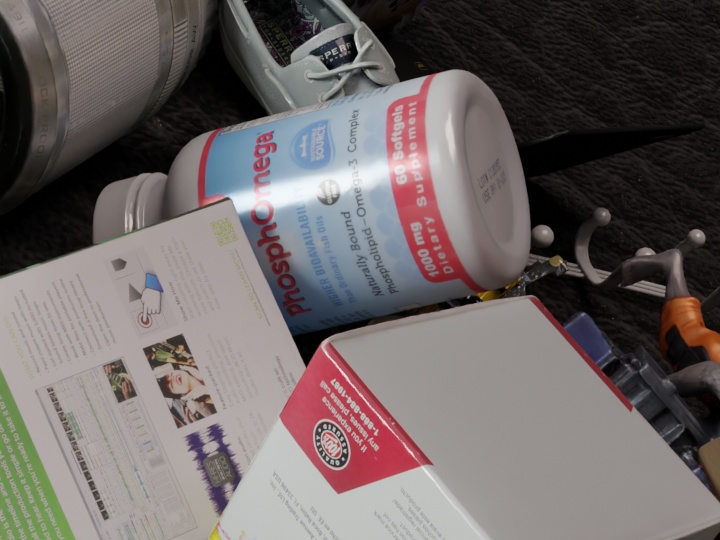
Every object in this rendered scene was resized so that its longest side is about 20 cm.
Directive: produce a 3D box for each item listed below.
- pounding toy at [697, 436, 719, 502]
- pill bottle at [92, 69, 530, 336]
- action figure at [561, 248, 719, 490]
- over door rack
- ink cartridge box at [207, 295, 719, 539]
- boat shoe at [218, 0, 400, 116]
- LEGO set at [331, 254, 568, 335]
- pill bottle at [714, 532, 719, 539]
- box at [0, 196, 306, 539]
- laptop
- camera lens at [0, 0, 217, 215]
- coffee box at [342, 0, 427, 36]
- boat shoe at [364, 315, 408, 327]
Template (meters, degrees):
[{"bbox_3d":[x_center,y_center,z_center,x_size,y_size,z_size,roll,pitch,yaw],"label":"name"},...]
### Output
[{"bbox_3d":[0.273,0.122,1.283,0.183,0.142,0.201,-26,49,1],"label":"pounding toy"},{"bbox_3d":[-0.025,-0.025,1.342,0.109,0.199,0.109,-14,90,-70],"label":"pill bottle"},{"bbox_3d":[0.189,0.054,1.416,0.200,0.104,0.194,46,18,-30],"label":"action figure"},{"bbox_3d":[0.156,0.031,1.555,0.147,0.067,0.201,12,37,-22],"label":"over door rack"},{"bbox_3d":[0.030,0.139,1.208,0.144,0.200,0.145,-11,51,-47],"label":"ink cartridge box"},{"bbox_3d":[-0.018,-0.098,1.432,0.070,0.072,0.201,-29,54,-15],"label":"boat shoe"},{"bbox_3d":[0.000,0.000,1.475,0.199,0.116,0.154,31,61,27],"label":"LEGO set"},{"bbox_3d":[0.150,0.208,1.280,0.114,0.114,0.201,7,40,-29],"label":"pill bottle"},{"bbox_3d":[-0.111,0.062,1.222,0.199,0.036,0.145,-20,83,-40],"label":"box"},{"bbox_3d":[0.067,-0.107,1.611,0.200,0.104,0.177,45,25,22],"label":"laptop"},{"bbox_3d":[-0.184,-0.126,1.430,0.160,0.160,0.200,36,34,10],"label":"camera lens"},{"bbox_3d":[-0.006,-0.203,1.646,0.080,0.113,0.200,49,21,11],"label":"coffee box"},{"bbox_3d":[0.067,0.088,1.386,0.201,0.063,0.074,28,41,-30],"label":"boat shoe"}]
